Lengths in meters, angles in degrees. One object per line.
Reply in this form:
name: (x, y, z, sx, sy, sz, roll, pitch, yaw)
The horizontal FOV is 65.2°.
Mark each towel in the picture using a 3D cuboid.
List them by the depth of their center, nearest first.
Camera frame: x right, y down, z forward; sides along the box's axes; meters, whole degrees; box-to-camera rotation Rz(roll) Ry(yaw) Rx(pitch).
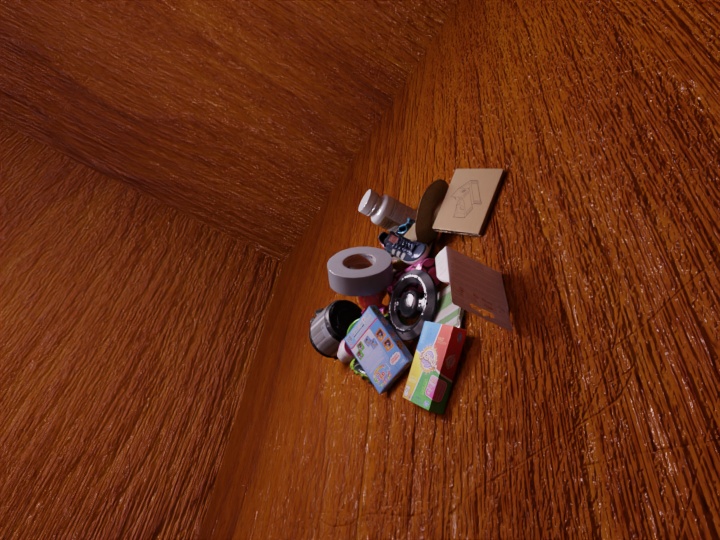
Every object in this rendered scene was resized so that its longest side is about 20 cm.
towel: (0.224, 0.121, 1.453, 0.153, 0.023, 0.201, -43, 27, 53)

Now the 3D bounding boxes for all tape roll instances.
tape roll: (0.000, 0.000, 1.710, 0.201, 0.199, 0.067, -94, -1, -61)

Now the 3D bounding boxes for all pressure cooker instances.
pressure cooker: (-0.090, 0.214, 2.016, 0.200, 0.178, 0.177, -45, 27, 47)

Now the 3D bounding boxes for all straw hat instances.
straw hat: (0.251, -0.164, 1.683, 0.085, 0.201, 0.202, 22, 84, 35)

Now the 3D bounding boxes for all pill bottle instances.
pill bottle: (0.099, -0.208, 2.037, 0.115, 0.199, 0.115, -55, 17, 27)

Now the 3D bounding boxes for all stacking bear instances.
stacking bear: (0.033, 0.058, 1.772, 0.200, 0.113, 0.122, -84, -7, -69)

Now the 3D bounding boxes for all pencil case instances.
pencil case: (0.160, 0.036, 1.671, 0.200, 0.090, 0.094, -36, 26, 54)

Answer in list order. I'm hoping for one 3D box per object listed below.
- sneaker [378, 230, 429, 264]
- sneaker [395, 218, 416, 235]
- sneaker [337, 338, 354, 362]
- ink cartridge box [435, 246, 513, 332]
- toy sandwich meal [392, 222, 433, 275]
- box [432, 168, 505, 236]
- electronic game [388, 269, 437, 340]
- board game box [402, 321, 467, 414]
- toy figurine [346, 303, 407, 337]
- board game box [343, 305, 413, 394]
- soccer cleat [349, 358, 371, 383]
sneaker: (0.122, -0.076, 1.702, 0.200, 0.084, 0.075, 14, 66, 55)
sneaker: (0.153, -0.122, 1.950, 0.200, 0.082, 0.074, -42, 25, 52)
sneaker: (-0.016, 0.229, 1.822, 0.088, 0.081, 0.200, -43, -6, 38)
ink cartridge box: (0.247, 0.049, 1.238, 0.050, 0.160, 0.201, -53, 19, 36)
toy sandwich meal: (0.151, -0.063, 1.806, 0.205, 0.070, 0.206, -37, 22, 18)
box: (0.301, -0.195, 1.578, 0.163, 0.021, 0.201, 11, 74, 45)
electronic game: (0.143, 0.095, 1.570, 0.200, 0.041, 0.201, -28, 54, 48)
board game box: (0.176, 0.228, 1.355, 0.153, 0.040, 0.201, -2, 69, 71)
toy figurine: (0.063, 0.152, 1.764, 0.199, 0.150, 0.184, -33, 18, 22)
board game box: (0.049, 0.225, 1.606, 0.152, 0.036, 0.200, -53, 57, 31)
soccer cleat: (0.016, 0.297, 1.763, 0.081, 0.067, 0.200, -57, 14, -5)
